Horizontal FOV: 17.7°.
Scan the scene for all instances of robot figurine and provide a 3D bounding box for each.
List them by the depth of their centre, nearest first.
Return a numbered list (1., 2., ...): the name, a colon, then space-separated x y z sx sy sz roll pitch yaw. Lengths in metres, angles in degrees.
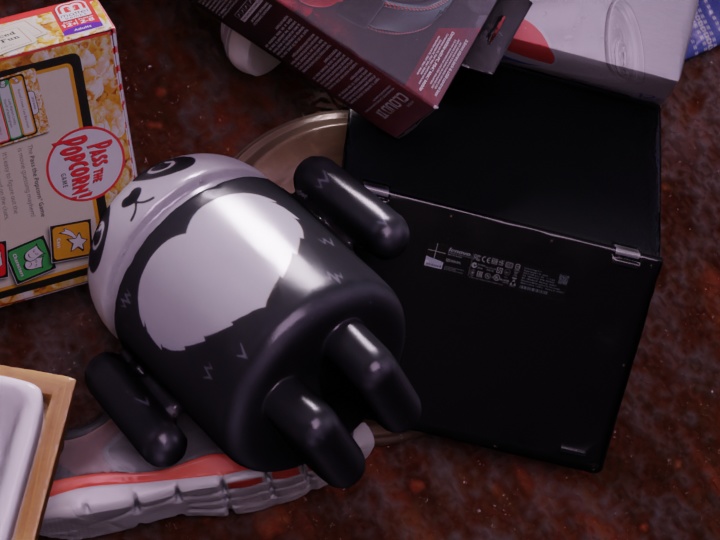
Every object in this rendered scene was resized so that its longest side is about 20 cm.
1. robot figurine: -0.057 0.023 1.213 0.150 0.125 0.200 -17 47 -39

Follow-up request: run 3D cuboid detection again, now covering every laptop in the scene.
1. laptop: 0.068 -0.013 1.327 0.186 0.116 0.202 14 101 -6

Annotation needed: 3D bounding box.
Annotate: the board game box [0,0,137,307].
1. board game box: -0.220 -0.049 1.245 0.199 0.152 0.046 -15 34 -15

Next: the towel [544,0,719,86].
1. towel: 0.176 -0.196 1.425 0.199 0.024 0.146 -24 82 -14

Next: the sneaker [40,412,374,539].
1. sneaker: -0.092 0.089 1.266 0.198 0.077 0.082 -8 69 -13

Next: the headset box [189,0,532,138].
1. headset box: 0.001 -0.181 1.267 0.199 0.075 0.149 34 72 -9

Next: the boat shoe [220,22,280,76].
1. boat shoe: -0.045 -0.210 1.365 0.068 0.072 0.201 19 77 18

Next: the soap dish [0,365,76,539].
1. soap dish: -0.253 0.120 1.196 0.198 0.081 0.159 8 71 14

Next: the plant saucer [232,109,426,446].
1. plant saucer: 0.000 0.000 1.331 0.198 0.029 0.202 3 75 -10

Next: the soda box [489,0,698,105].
1. soda box: 0.095 -0.158 1.359 0.198 0.063 0.069 15 81 1
